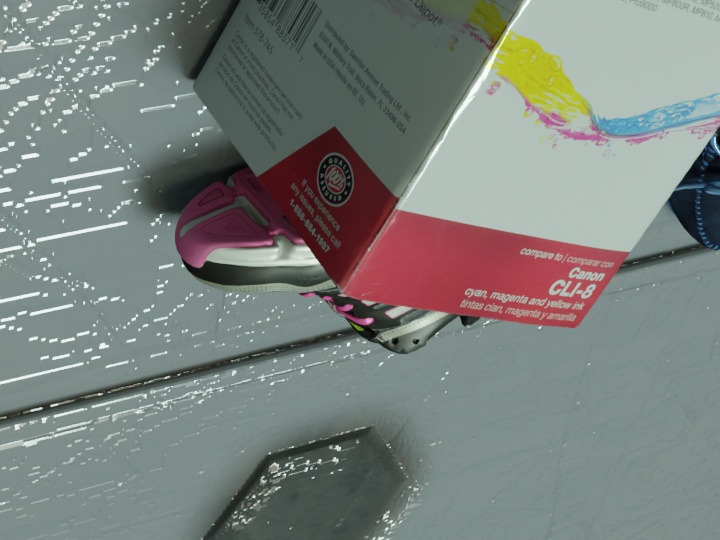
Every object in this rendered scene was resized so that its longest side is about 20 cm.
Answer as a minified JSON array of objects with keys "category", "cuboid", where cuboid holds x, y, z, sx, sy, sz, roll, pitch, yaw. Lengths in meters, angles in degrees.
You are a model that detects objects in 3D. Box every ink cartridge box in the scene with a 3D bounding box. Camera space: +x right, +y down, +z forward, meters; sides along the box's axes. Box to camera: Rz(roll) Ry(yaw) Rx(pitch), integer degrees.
[{"category":"ink cartridge box","cuboid":[0.059,-0.103,0.678,0.145,0.145,0.200,9,123,-41]}]

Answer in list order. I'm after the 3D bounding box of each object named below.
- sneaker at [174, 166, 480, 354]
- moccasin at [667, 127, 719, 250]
[{"category":"sneaker","cuboid":[0.000,0.000,0.791,0.200,0.074,0.088,-7,126,-38]},{"category":"moccasin","cuboid":[0.197,-0.077,0.865,0.080,0.068,0.200,-26,140,-13]}]
